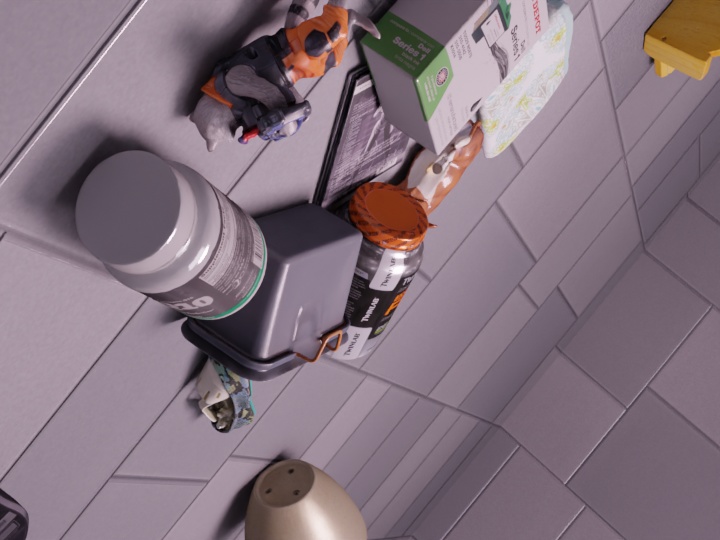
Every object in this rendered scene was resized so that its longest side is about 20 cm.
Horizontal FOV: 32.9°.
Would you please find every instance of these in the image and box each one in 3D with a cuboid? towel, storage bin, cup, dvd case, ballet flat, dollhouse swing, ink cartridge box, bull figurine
[{"bbox_3d":[0.209,-0.248,1.595,0.172,0.048,0.200,-48,161,-8],"label":"towel"},{"bbox_3d":[-0.078,0.017,1.326,0.199,0.144,0.136,-22,137,-54],"label":"storage bin"},{"bbox_3d":[-0.101,0.382,1.907,0.200,0.199,0.145,-39,130,-29],"label":"cup"},{"bbox_3d":[0.019,-0.167,1.363,0.148,0.016,0.201,-34,156,-36],"label":"dvd case"},{"bbox_3d":[-0.164,0.144,1.464,0.074,0.074,0.201,-42,156,-21],"label":"ballet flat"},{"bbox_3d":[0.593,-0.395,2.029,0.200,0.181,0.176,-48,141,-6],"label":"dollhouse swing"},{"bbox_3d":[0.103,-0.246,1.265,0.200,0.084,0.146,-49,153,-11],"label":"ink cartridge box"},{"bbox_3d":[0.082,-0.110,1.534,0.201,0.065,0.121,-58,163,20],"label":"bull figurine"}]

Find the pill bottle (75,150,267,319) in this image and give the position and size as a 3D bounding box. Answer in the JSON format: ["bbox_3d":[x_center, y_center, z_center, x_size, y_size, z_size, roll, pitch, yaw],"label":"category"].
[{"bbox_3d":[-0.162,-0.029,1.061,0.113,0.113,0.200,-49,161,0],"label":"pill bottle"}]

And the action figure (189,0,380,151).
[{"bbox_3d":[-0.070,-0.178,1.074,0.193,0.105,0.200,-40,-175,-8],"label":"action figure"}]

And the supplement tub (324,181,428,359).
[{"bbox_3d":[0.000,0.000,1.460,0.122,0.122,0.201,-29,155,-46],"label":"supplement tub"}]

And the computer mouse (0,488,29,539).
[{"bbox_3d":[-0.377,0.221,1.149,0.138,0.052,0.201,-44,150,-21],"label":"computer mouse"}]
